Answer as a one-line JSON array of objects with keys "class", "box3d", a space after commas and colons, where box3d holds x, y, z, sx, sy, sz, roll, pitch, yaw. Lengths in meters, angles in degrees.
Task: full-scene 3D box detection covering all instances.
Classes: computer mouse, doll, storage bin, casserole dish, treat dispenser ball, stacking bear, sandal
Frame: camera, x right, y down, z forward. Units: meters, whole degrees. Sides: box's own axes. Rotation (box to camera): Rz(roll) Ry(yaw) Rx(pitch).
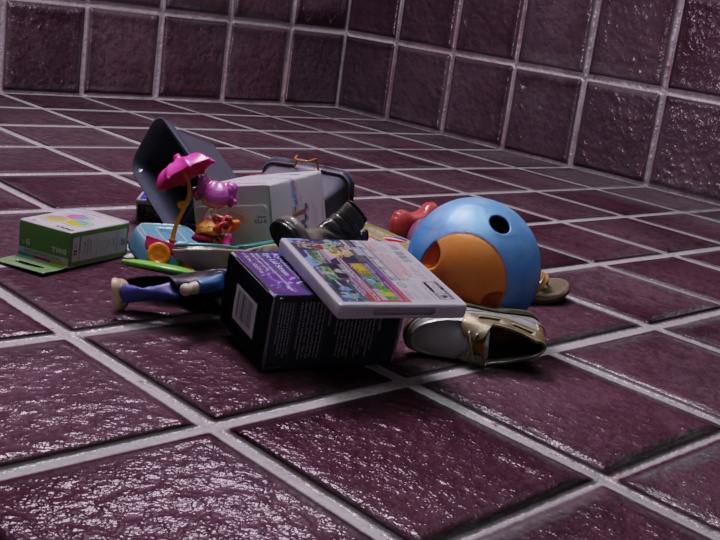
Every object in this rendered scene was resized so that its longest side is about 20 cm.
[{"class": "computer mouse", "box3d": [-0.169, 0.048, 1.490, 0.197, 0.035, 0.059, 13, 14, 16]}, {"class": "doll", "box3d": [-0.231, 0.022, 1.418, 0.196, 0.049, 0.136, -7, -1, -2]}, {"class": "storage bin", "box3d": [-0.126, -0.142, 2.072, 0.197, 0.148, 0.134, 12, 25, 16]}, {"class": "casserole dish", "box3d": [-0.317, -0.042, 1.749, 0.119, 0.039, 0.200, 3, 14, -23]}, {"class": "storage bin", "box3d": [-0.308, -0.159, 1.915, 0.133, 0.146, 0.201, 11, 32, -46]}, {"class": "treat dispenser ball", "box3d": [0.164, -0.005, 1.539, 0.197, 0.204, 0.201, 8, 14, -2]}, {"class": "stacking bear", "box3d": [0.160, -0.039, 1.843, 0.120, 0.116, 0.199, -17, 25, -38]}, {"class": "sandal", "box3d": [0.284, 0.021, 1.809, 0.197, 0.055, 0.080, -1, 16, -30]}]

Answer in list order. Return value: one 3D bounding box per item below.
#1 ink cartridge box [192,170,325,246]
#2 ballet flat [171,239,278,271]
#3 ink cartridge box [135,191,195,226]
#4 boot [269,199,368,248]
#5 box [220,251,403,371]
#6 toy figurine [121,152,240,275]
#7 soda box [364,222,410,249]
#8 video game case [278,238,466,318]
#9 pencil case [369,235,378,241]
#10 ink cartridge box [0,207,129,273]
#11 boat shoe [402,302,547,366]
[{"class": "ink cartridge box", "box3d": [-0.160, -0.078, 1.711, 0.143, 0.147, 0.199, 0, 10, 24]}, {"class": "ballet flat", "box3d": [-0.181, -0.010, 1.509, 0.198, 0.071, 0.069, -4, 19, -44]}, {"class": "ink cartridge box", "box3d": [-0.330, -0.130, 2.066, 0.194, 0.044, 0.200, 7, 16, -5]}, {"class": "boot", "box3d": [-0.054, -0.058, 1.507, 0.068, 0.131, 0.201, 41, -12, 22]}, {"class": "box", "box3d": [-0.063, 0.048, 1.376, 0.197, 0.106, 0.148, -2, 23, -32]}, {"class": "toy figurine", "box3d": [-0.242, -0.080, 1.575, 0.197, 0.187, 0.150, 12, -3, -10]}, {"class": "soda box", "box3d": [0.039, -0.029, 1.835, 0.063, 0.069, 0.199, -4, 18, -37]}, {"class": "video game case", "box3d": [0.012, 0.009, 1.340, 0.179, 0.023, 0.200, 1, 25, -28]}, {"class": "pencil case", "box3d": [0.000, 0.000, 1.679, 0.082, 0.088, 0.200, -21, 11, 9]}, {"class": "ink cartridge box", "box3d": [-0.462, -0.048, 1.639, 0.102, 0.060, 0.199, 14, 15, 23]}, {"class": "boat shoe", "box3d": [0.158, 0.089, 1.431, 0.196, 0.076, 0.069, -3, 24, -9]}]
